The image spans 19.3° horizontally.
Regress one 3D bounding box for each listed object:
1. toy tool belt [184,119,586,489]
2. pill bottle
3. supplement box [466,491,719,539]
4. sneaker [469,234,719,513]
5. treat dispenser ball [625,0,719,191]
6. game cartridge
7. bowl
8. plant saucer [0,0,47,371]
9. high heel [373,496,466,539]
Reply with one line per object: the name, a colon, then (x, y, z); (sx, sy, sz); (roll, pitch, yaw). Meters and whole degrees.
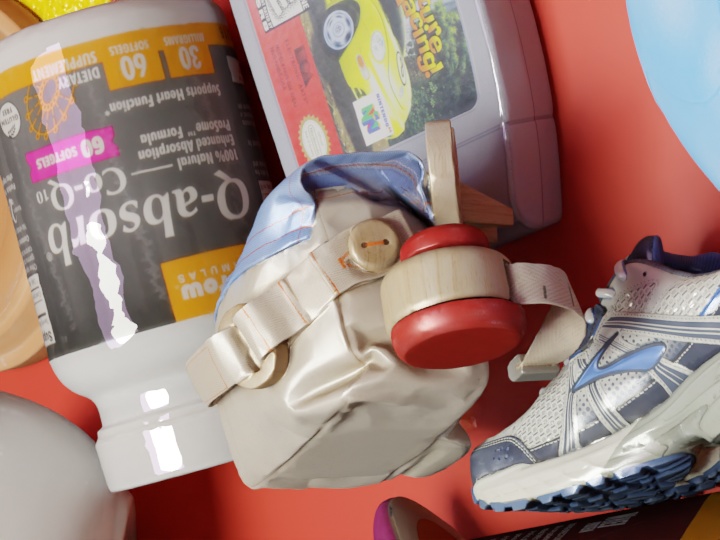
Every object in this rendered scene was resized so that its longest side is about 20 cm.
toy tool belt: (0.000, 0.000, 0.792); (0.200, 0.125, 0.123); (127, 137, -61)
pill bottle: (-0.090, -0.011, 0.928); (0.116, 0.116, 0.200); (-19, 86, 44)
supplement box: (0.051, 0.170, 0.732); (0.200, 0.197, 0.133); (-13, 89, 15)
sneaker: (0.114, 0.035, 0.786); (0.200, 0.077, 0.085); (-29, 64, 42)
treat dispenser ball: (0.176, -0.092, 0.602); (0.201, 0.201, 0.201); (11, 106, 42)
game cartridge: (0.010, -0.098, 0.873); (0.133, 0.041, 0.200); (-23, 83, 40)
bowl: (-0.152, 0.170, 0.981); (0.200, 0.075, 0.200); (107, 173, -70)
plant saucer: (-0.206, -0.045, 1.090); (0.200, 0.032, 0.201); (10, 105, 42)
high heel: (0.033, 0.197, 0.886); (0.096, 0.067, 0.200); (-30, 81, 32)
